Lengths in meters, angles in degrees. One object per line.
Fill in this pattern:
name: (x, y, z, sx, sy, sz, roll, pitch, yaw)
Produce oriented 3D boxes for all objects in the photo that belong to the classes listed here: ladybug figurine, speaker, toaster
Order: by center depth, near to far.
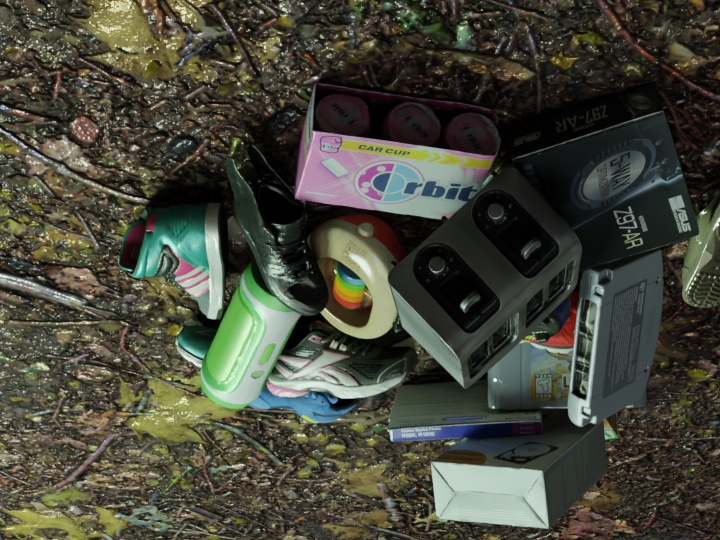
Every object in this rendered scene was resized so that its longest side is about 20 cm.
toaster: (0.127, 0.014, 1.355, 0.181, 0.119, 0.200, -40, 162, -8)
ladybug figurine: (0.000, 0.000, 1.469, 0.135, 0.072, 0.200, 38, 151, 10)
speaker: (-0.126, 0.073, 1.518, 0.088, 0.089, 0.201, 13, 132, -18)

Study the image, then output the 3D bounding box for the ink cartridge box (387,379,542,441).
ink cartridge box: (0.138, 0.188, 1.679, 0.194, 0.200, 0.044, -4, 102, 8)

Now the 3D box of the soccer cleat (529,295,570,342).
soccer cleat: (0.146, 0.023, 1.483, 0.198, 0.084, 0.065, 16, 143, 20)

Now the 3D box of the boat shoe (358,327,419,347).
boat shoe: (0.024, 0.077, 1.614, 0.199, 0.072, 0.060, -27, 95, 47)

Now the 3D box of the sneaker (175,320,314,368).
sneaker: (-0.134, 0.085, 1.635, 0.198, 0.078, 0.080, 3, 126, -12)

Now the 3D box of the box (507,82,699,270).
box: (0.260, -0.091, 1.361, 0.159, 0.044, 0.201, -16, 137, 14)

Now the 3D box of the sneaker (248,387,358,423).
sneaker: (-0.083, 0.154, 1.704, 0.078, 0.067, 0.199, -18, 153, 35)

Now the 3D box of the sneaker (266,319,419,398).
sneaker: (-0.031, 0.102, 1.554, 0.198, 0.080, 0.087, -6, 108, 19)

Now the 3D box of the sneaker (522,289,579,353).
sneaker: (0.208, 0.052, 1.529, 0.198, 0.078, 0.085, -1, 163, 3)

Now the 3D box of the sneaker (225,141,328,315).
sneaker: (-0.086, -0.039, 1.378, 0.201, 0.060, 0.104, 59, 160, -8)

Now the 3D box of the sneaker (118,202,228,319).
sneaker: (-0.213, -0.009, 1.473, 0.119, 0.084, 0.201, 3, 146, -2)

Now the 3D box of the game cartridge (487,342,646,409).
game cartridge: (0.256, 0.105, 1.602, 0.198, 0.042, 0.135, -2, 105, 3)

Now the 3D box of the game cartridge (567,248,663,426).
game cartridge: (0.301, 0.073, 1.509, 0.133, 0.040, 0.202, -17, 120, -36)

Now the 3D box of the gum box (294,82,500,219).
gum box: (0.039, -0.118, 1.327, 0.198, 0.067, 0.114, 7, 146, -10)

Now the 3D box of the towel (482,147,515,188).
towel: (0.181, -0.057, 1.456, 0.145, 0.022, 0.200, 14, 141, -20)

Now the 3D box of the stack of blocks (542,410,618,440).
stack of blocks: (0.256, 0.216, 1.808, 0.198, 0.059, 0.115, -16, 142, 21)

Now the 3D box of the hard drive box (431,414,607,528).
hard drive box: (0.204, 0.249, 1.632, 0.155, 0.078, 0.200, -1, -169, 31)

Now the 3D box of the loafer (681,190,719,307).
loafer: (0.405, -0.050, 1.425, 0.075, 0.069, 0.201, 11, 128, -17)
